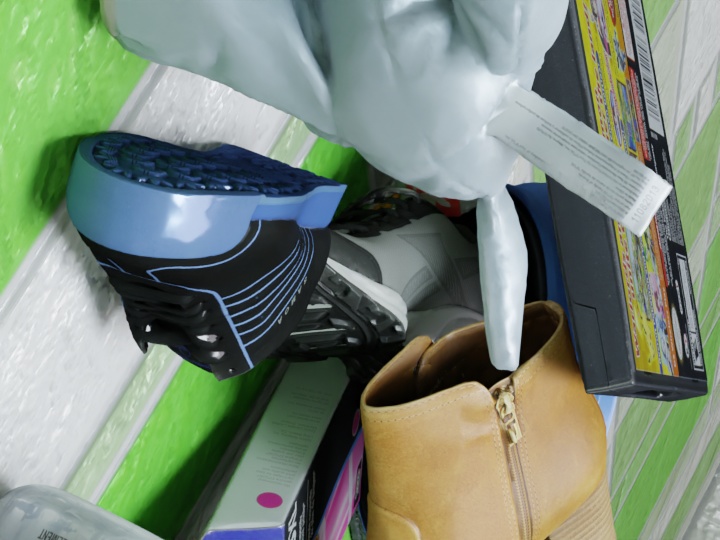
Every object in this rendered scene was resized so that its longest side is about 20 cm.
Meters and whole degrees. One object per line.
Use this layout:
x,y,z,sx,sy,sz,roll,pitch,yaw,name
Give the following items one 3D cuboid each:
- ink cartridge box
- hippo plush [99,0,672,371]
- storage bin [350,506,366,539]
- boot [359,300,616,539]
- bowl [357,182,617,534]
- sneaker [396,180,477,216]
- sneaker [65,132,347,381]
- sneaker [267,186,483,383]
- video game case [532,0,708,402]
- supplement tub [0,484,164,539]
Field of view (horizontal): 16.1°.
-0.036,0.113,1.096,0.200,0.037,0.095,-60,159,-56,ink cartridge box
0.032,-0.115,0.798,0.159,0.200,0.161,-49,-174,36,hippo plush
0.067,0.118,1.441,0.136,0.093,0.200,-60,165,-20,storage bin
0.017,0.108,1.041,0.201,0.071,0.145,-36,130,-17,boot
0.055,0.054,1.194,0.201,0.039,0.202,-45,-143,48,bowl
0.042,-0.064,1.107,0.200,0.070,0.094,-28,134,-71,sneaker
-0.054,-0.001,0.875,0.200,0.070,0.078,-2,111,-74,sneaker
0.000,0.000,1.068,0.200,0.073,0.080,22,66,-64,sneaker
0.106,-0.046,1.081,0.181,0.025,0.202,13,67,-73,video game case
-0.113,0.184,0.856,0.201,0.122,0.123,-62,165,-14,supplement tub
